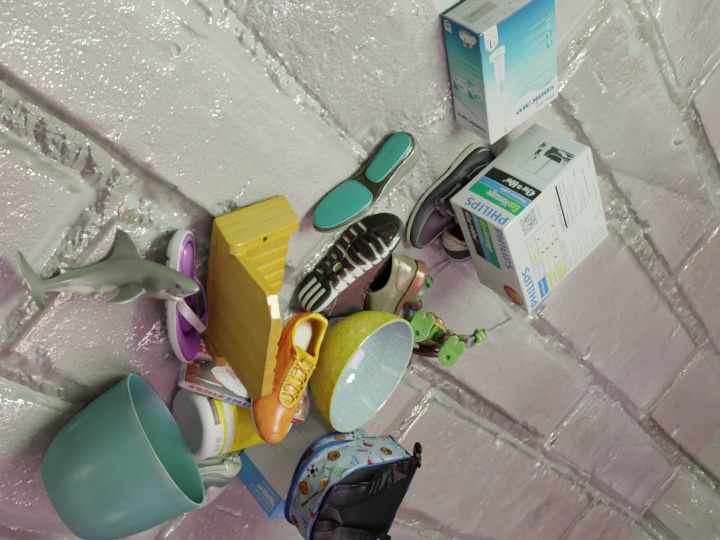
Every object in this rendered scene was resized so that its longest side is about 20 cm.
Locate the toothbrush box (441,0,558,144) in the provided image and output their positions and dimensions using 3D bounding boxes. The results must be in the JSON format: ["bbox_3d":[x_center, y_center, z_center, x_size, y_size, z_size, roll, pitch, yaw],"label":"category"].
[{"bbox_3d":[0.209,-0.312,1.420,0.146,0.085,0.201,-36,140,-17],"label":"toothbrush box"}]

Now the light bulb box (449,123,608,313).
[{"bbox_3d":[0.270,-0.082,1.529,0.200,0.124,0.199,-41,134,-16],"label":"light bulb box"}]

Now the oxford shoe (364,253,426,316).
[{"bbox_3d":[0.028,0.056,1.589,0.074,0.071,0.201,24,107,-23],"label":"oxford shoe"}]

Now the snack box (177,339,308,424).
[{"bbox_3d":[-0.167,0.161,1.410,0.198,0.073,0.024,23,144,-27],"label":"snack box"}]

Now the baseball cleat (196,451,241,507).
[{"bbox_3d":[-0.271,0.330,1.509,0.199,0.070,0.107,11,113,-47],"label":"baseball cleat"}]

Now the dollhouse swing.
[{"bbox_3d":[-0.116,0.042,1.307,0.181,0.175,0.202,-24,136,-42],"label":"dollhouse swing"}]

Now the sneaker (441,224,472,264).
[{"bbox_3d":[0.220,-0.096,1.620,0.200,0.078,0.080,-42,147,-6],"label":"sneaker"}]

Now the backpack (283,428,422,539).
[{"bbox_3d":[-0.024,0.338,1.490,0.189,0.153,0.202,1,111,-50],"label":"backpack"}]

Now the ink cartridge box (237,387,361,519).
[{"bbox_3d":[-0.090,0.296,1.611,0.128,0.125,0.201,22,106,-50],"label":"ink cartridge box"}]

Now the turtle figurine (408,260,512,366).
[{"bbox_3d":[0.146,0.071,1.624,0.198,0.194,0.146,-18,100,8],"label":"turtle figurine"}]

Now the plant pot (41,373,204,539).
[{"bbox_3d":[-0.329,0.266,1.308,0.160,0.202,0.201,-29,140,-1],"label":"plant pot"}]

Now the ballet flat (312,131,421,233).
[{"bbox_3d":[0.015,-0.117,1.415,0.200,0.067,0.064,-45,149,-5],"label":"ballet flat"}]

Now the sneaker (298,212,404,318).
[{"bbox_3d":[0.000,0.000,1.503,0.199,0.076,0.115,-40,148,6],"label":"sneaker"}]

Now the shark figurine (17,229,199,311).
[{"bbox_3d":[-0.316,-0.005,1.197,0.212,0.128,0.091,0,97,-24],"label":"shark figurine"}]

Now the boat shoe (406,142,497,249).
[{"bbox_3d":[0.150,-0.111,1.551,0.201,0.063,0.072,-52,141,3],"label":"boat shoe"}]

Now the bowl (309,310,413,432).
[{"bbox_3d":[-0.019,0.138,1.506,0.200,0.107,0.202,-38,145,-33],"label":"bowl"}]

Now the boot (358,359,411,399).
[{"bbox_3d":[0.032,0.186,1.661,0.198,0.097,0.075,-7,127,-40],"label":"boot"}]

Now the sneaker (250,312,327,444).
[{"bbox_3d":[-0.104,0.148,1.391,0.072,0.077,0.202,26,67,-26],"label":"sneaker"}]

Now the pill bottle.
[{"bbox_3d":[-0.177,0.212,1.468,0.198,0.109,0.110,-9,127,-39],"label":"pill bottle"}]

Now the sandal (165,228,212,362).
[{"bbox_3d":[-0.225,0.043,1.292,0.083,0.049,0.205,-66,160,-53],"label":"sandal"}]
